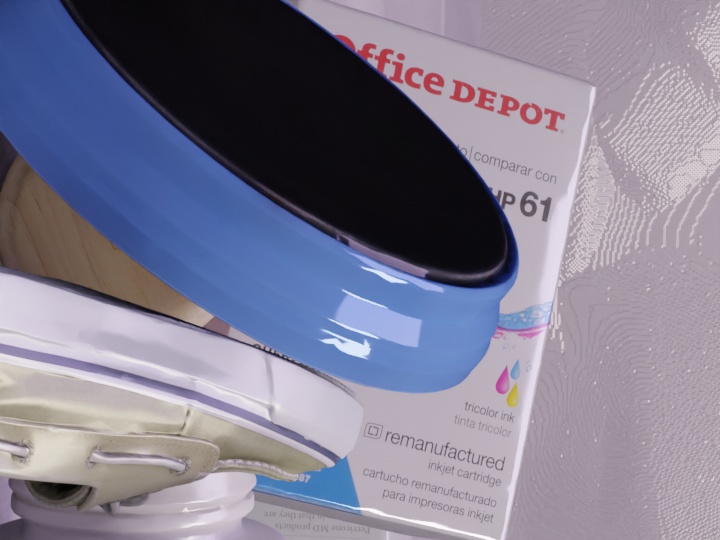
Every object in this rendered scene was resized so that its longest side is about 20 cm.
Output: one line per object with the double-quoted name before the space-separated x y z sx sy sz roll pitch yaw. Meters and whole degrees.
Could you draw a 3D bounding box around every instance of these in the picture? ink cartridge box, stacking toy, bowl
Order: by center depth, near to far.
"bowl" -0.034 -0.042 0.932 0.039 0.201 0.201 -52 -174 19
"stacking toy" -0.075 -0.015 1.068 0.200 0.085 0.085 4 88 -88
"ink cartridge box" 0.000 0.000 1.209 0.085 0.144 0.200 -5 -108 64

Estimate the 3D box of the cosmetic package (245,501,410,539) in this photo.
"cosmetic package" -0.014 0.077 1.328 0.102 0.074 0.200 -39 129 -80

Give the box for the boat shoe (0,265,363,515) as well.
"boat shoe" -0.079 0.038 0.851 0.200 0.072 0.062 19 89 -46

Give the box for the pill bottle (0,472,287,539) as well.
"pill bottle" -0.074 0.146 0.954 0.109 0.109 0.200 -46 137 -80
